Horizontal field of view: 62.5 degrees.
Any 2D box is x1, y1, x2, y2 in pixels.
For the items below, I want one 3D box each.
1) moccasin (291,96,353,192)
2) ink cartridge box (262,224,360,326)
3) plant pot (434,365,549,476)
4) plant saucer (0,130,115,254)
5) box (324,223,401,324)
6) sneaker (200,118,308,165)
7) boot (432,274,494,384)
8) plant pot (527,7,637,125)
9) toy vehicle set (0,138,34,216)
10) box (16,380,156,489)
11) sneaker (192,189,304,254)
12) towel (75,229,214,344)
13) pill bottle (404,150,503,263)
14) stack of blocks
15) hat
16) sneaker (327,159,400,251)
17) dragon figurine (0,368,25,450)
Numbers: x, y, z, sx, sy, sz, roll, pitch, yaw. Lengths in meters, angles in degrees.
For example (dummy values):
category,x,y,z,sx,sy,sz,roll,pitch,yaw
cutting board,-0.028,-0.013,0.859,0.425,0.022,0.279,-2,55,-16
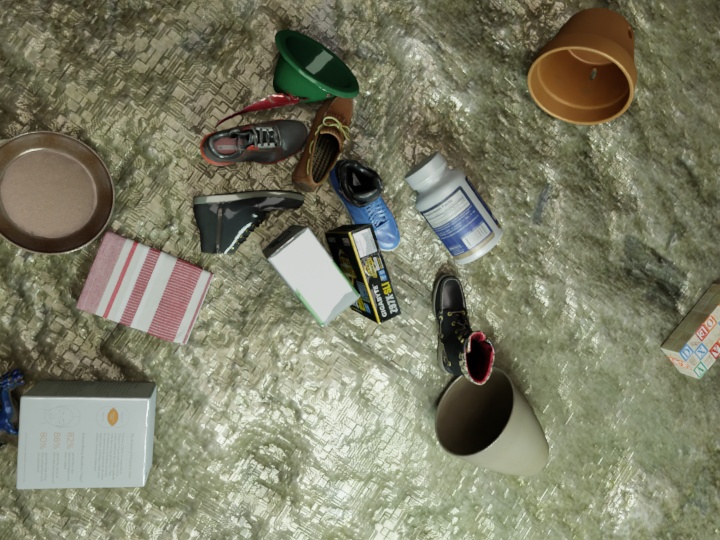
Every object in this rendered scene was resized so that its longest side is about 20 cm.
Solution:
category,x,y,z,sx,sy,sz,roll,pitch,yaw
moccasin,-0.059,-0.237,1.069,0.074,0.077,0.203,40,65,-30
ink cartridge box,-0.092,0.002,1.032,0.087,0.200,0.146,-39,102,-5
plant pot,0.279,0.320,1.170,0.200,0.187,0.188,41,84,-27
plant saucer,-0.515,-0.127,0.984,0.198,0.037,0.203,-1,92,-30
box,0.000,0.000,1.053,0.049,0.200,0.161,-22,99,-12
sneaker,-0.182,-0.226,1.052,0.198,0.082,0.078,-16,97,-15
boot,0.195,0.113,1.134,0.072,0.150,0.203,-1,94,-13
plant pot,0.440,-0.404,1.147,0.199,0.200,0.141,30,70,-14
toy vehicle set,-0.652,-0.136,0.973,0.198,0.026,0.126,-13,97,-13
box,-0.458,0.275,1.008,0.197,0.106,0.154,4,93,-14
sneaker,-0.196,-0.089,1.071,0.197,0.075,0.108,-5,100,-4
towel,-0.380,0.033,1.055,0.198,0.023,0.146,23,86,-16
pill bottle,0.174,-0.122,1.133,0.111,0.111,0.201,-40,102,-8
stack of blocks,0.783,0.143,1.327,0.200,0.059,0.115,-46,103,-7
hat,-0.129,-0.316,1.082,0.198,0.167,0.176,25,126,-23
sneaker,0.016,-0.118,1.094,0.076,0.111,0.201,-35,101,-9
dragon figurine,-0.625,0.255,0.991,0.200,0.059,0.100,-42,102,-8
